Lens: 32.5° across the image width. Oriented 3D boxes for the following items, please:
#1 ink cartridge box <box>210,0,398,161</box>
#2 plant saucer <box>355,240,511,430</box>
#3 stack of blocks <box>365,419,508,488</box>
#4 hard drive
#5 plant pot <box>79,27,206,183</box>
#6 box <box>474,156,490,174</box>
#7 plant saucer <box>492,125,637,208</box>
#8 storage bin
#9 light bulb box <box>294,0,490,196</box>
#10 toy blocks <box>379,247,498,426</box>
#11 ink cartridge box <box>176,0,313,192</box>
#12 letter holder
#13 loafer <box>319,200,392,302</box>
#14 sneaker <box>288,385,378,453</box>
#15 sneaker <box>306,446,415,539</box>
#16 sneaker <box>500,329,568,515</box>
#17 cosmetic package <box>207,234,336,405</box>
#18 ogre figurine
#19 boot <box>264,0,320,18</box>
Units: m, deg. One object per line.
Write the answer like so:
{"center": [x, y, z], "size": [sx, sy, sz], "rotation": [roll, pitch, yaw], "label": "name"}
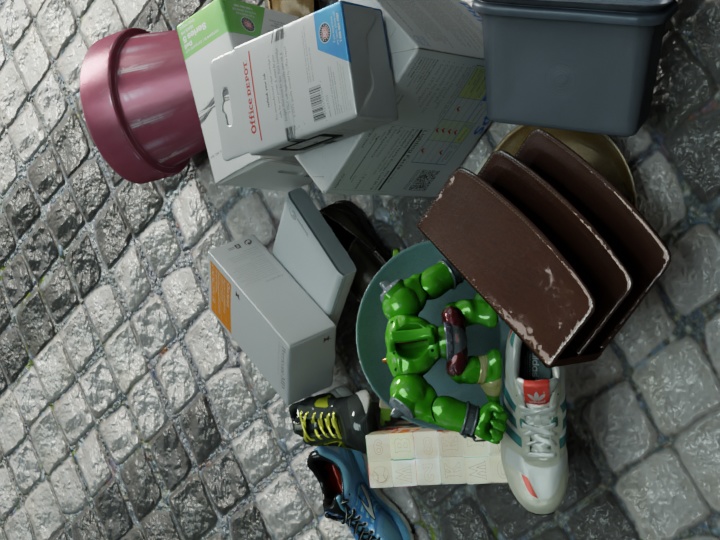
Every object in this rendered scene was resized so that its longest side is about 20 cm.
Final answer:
{"center": [-0.062, -0.187, 1.272], "size": [0.198, 0.067, 0.118], "rotation": [-13, 83, 41], "label": "ink cartridge box"}
{"center": [0.092, 0.069, 1.329], "size": [0.197, 0.039, 0.205], "rotation": [0, 85, -3], "label": "plant saucer"}
{"center": [0.118, 0.198, 1.367], "size": [0.197, 0.115, 0.060], "rotation": [-6, 89, 22], "label": "stack of blocks"}
{"center": [-0.066, 0.012, 1.522], "size": [0.133, 0.026, 0.201], "rotation": [56, 149, 25], "label": "hard drive"}
{"center": [-0.239, -0.231, 1.617], "size": [0.177, 0.199, 0.204], "rotation": [-13, 84, 25], "label": "plant pot"}
{"center": [0.188, -0.025, 1.279], "size": [0.201, 0.068, 0.083], "rotation": [50, 122, 26], "label": "box"}
{"center": [0.214, -0.064, 1.323], "size": [0.198, 0.035, 0.204], "rotation": [3, 94, 40], "label": "plant saucer"}
{"center": [0.215, -0.219, 1.250], "size": [0.197, 0.145, 0.137], "rotation": [10, 114, 21], "label": "storage bin"}
{"center": [0.042, -0.193, 1.358], "size": [0.125, 0.198, 0.199], "rotation": [52, 123, 27], "label": "light bulb box"}
{"center": [0.096, 0.082, 1.387], "size": [0.134, 0.100, 0.204], "rotation": [5, 96, 6], "label": "toy blocks"}
{"center": [-0.120, -0.202, 1.457], "size": [0.083, 0.145, 0.203], "rotation": [-22, 76, 34], "label": "ink cartridge box"}
{"center": [0.177, -0.031, 1.181], "size": [0.200, 0.100, 0.143], "rotation": [48, 118, 27], "label": "letter holder"}
{"center": [0.000, 0.000, 1.488], "size": [0.201, 0.071, 0.073], "rotation": [51, 122, 26], "label": "loafer"}
{"center": [-0.032, 0.185, 1.466], "size": [0.200, 0.083, 0.076], "rotation": [170, 87, -75], "label": "sneaker"}
{"center": [-0.009, 0.298, 1.500], "size": [0.078, 0.089, 0.202], "rotation": [-45, 65, 33], "label": "sneaker"}
{"center": [0.171, 0.142, 1.236], "size": [0.069, 0.093, 0.203], "rotation": [-1, 81, 10], "label": "sneaker"}
{"center": [-0.113, 0.058, 1.533], "size": [0.200, 0.071, 0.103], "rotation": [45, 144, 37], "label": "cosmetic package"}
{"center": [0.082, 0.074, 1.260], "size": [0.098, 0.118, 0.204], "rotation": [168, 100, -82], "label": "ogre figurine"}
{"center": [-0.087, -0.363, 1.556], "size": [0.074, 0.073, 0.204], "rotation": [-4, 97, 26], "label": "boot"}
